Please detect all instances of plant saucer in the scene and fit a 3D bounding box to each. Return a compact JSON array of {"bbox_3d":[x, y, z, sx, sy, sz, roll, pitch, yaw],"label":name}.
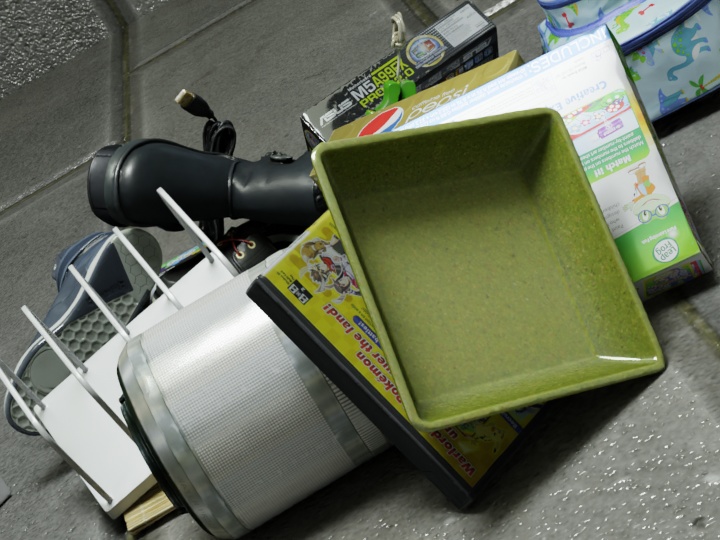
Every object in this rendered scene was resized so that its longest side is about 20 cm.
[{"bbox_3d":[0.076,0.002,1.198,0.198,0.201,0.048,-11,-20,-29],"label":"plant saucer"}]

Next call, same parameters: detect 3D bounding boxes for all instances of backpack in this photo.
[{"bbox_3d":[0.243,-0.216,1.605,0.182,0.148,0.200,-29,22,11],"label":"backpack"}]

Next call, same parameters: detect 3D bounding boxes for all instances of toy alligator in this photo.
[{"bbox_3d":[0.028,-0.121,1.599,0.054,0.202,0.059,-13,13,-7],"label":"toy alligator"}]

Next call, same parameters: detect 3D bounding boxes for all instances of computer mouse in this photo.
[{"bbox_3d":[-0.169,-0.100,1.669,0.046,0.142,0.199,2,-8,32],"label":"computer mouse"}]

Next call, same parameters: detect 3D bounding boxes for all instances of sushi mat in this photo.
[{"bbox_3d":[-0.100,0.139,1.432,0.199,0.012,0.096,-30,21,3],"label":"sushi mat"}]

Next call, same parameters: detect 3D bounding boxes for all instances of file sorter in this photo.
[{"bbox_3d":[-0.177,0.059,1.427,0.200,0.125,0.139,-41,48,-5],"label":"file sorter"}]

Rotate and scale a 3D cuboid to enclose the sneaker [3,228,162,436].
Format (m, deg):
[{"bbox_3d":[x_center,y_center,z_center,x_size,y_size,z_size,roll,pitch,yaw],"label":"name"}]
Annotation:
[{"bbox_3d":[-0.256,0.052,1.631,0.203,0.077,0.146,-56,20,-9],"label":"sneaker"}]

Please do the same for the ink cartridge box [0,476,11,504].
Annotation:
[{"bbox_3d":[-0.412,0.160,1.561,0.083,0.201,0.145,-7,29,42],"label":"ink cartridge box"}]

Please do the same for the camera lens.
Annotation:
[{"bbox_3d":[-0.061,0.081,1.293,0.199,0.161,0.160,-31,19,0],"label":"camera lens"}]

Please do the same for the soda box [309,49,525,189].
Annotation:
[{"bbox_3d":[0.058,-0.105,1.493,0.199,0.064,0.068,-20,30,36],"label":"soda box"}]

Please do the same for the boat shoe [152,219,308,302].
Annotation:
[{"bbox_3d":[-0.108,-0.011,1.638,0.073,0.064,0.200,28,33,33],"label":"boat shoe"}]

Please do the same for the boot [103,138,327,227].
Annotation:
[{"bbox_3d":[-0.102,-0.074,1.577,0.167,0.077,0.199,3,3,31],"label":"boot"}]

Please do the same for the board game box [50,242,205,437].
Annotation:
[{"bbox_3d":[-0.210,0.062,1.720,0.199,0.057,0.166,-28,21,7],"label":"board game box"}]

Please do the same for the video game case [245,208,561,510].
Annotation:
[{"bbox_3d":[0.051,0.028,1.218,0.181,0.200,0.026,-44,-3,-34],"label":"video game case"}]

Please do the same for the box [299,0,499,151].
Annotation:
[{"bbox_3d":[0.043,-0.140,1.708,0.199,0.161,0.044,-36,61,-13],"label":"box"}]

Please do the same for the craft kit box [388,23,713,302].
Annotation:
[{"bbox_3d":[0.129,-0.050,1.331,0.198,0.048,0.199,-25,61,15],"label":"craft kit box"}]
